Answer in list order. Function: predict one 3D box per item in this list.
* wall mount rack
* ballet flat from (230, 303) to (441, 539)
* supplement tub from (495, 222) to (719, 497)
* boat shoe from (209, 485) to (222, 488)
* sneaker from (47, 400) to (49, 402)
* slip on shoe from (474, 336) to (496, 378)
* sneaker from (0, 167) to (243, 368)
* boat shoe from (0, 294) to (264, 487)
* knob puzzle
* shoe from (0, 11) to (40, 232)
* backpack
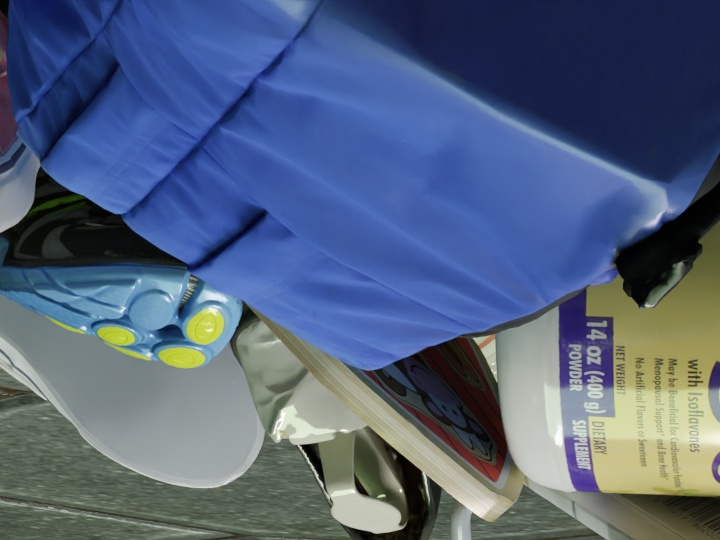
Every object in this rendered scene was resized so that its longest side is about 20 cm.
[{"bbox_3d":[0.135,0.093,0.857,0.174,0.075,0.200,-22,-148,-28],"label":"wall mount rack"},{"bbox_3d":[-0.007,0.050,0.956,0.068,0.068,0.200,-13,139,16],"label":"ballet flat"},{"bbox_3d":[0.151,0.004,0.787,0.200,0.146,0.145,1,166,12],"label":"supplement tub"},{"bbox_3d":[-0.056,0.022,1.037,0.066,0.072,0.201,21,142,-5],"label":"boat shoe"},{"bbox_3d":[-0.118,0.040,1.175,0.084,0.075,0.200,0,167,-2],"label":"sneaker"},{"bbox_3d":[0.073,-0.007,0.951,0.074,0.061,0.200,-14,166,-33],"label":"slip on shoe"},{"bbox_3d":[-0.085,-0.018,0.848,0.071,0.083,0.200,25,-179,-19],"label":"sneaker"},{"bbox_3d":[-0.121,0.013,0.982,0.200,0.074,0.065,41,179,-2],"label":"boat shoe"},{"bbox_3d":[0.000,0.000,0.815,0.030,0.220,0.220,-42,151,12],"label":"knob puzzle"},{"bbox_3d":[-0.129,-0.075,0.721,0.071,0.091,0.200,-8,-163,-4],"label":"shoe"},{"bbox_3d":[0.004,-0.082,0.465,0.168,0.163,0.200,35,163,-3],"label":"backpack"}]
